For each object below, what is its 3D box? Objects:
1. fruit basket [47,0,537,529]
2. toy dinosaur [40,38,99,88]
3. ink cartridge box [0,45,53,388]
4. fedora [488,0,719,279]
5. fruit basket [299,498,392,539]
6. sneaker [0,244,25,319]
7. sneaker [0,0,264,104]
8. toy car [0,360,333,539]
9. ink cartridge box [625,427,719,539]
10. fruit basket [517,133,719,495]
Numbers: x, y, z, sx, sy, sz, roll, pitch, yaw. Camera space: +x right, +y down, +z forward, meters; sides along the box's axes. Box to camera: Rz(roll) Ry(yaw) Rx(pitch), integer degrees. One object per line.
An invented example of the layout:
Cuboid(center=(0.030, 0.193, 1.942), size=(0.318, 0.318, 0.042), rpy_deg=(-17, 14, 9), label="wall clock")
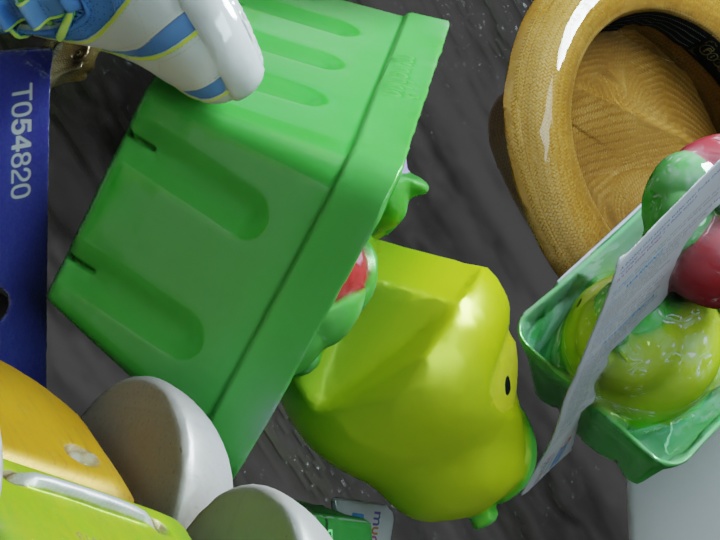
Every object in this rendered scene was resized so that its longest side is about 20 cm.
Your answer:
Cuboid(center=(0.000, 0.000, 0.795), size=(0.214, 0.216, 0.156), rpy_deg=(13, 118, -34), label="fruit basket")
Cuboid(center=(-0.095, -0.167, 0.804), size=(0.101, 0.201, 0.058), rpy_deg=(35, 25, 18), label="toy dinosaur")
Cuboid(center=(-0.187, 0.033, 0.705), size=(0.198, 0.041, 0.202), rpy_deg=(-13, 119, -32), label="ink cartridge box")
Cuboid(center=(0.124, -0.052, 0.978), size=(0.199, 0.081, 0.203), rpy_deg=(6, 81, -38), label="fedora")
Cuboid(center=(-0.074, 0.180, 0.802), size=(0.184, 0.093, 0.202), rpy_deg=(11, 94, -41), label="fruit basket")
Cuboid(center=(-0.214, -0.002, 0.745), size=(0.200, 0.075, 0.116), rpy_deg=(34, 91, -43), label="sneaker")
Cuboid(center=(-0.123, -0.098, 0.704), size=(0.105, 0.200, 0.076), rpy_deg=(-43, 153, -8), label="sneaker")
Cuboid(center=(-0.115, 0.102, 0.632), size=(0.174, 0.200, 0.151), rpy_deg=(24, 96, -35), label="toy car")
Cuboid(center=(0.175, 0.164, 0.948), size=(0.144, 0.083, 0.202), rpy_deg=(17, 70, -71), label="ink cartridge box")
Cuboid(center=(0.134, -0.012, 0.821), size=(0.094, 0.201, 0.185), rpy_deg=(39, 65, 22), label="fruit basket")
